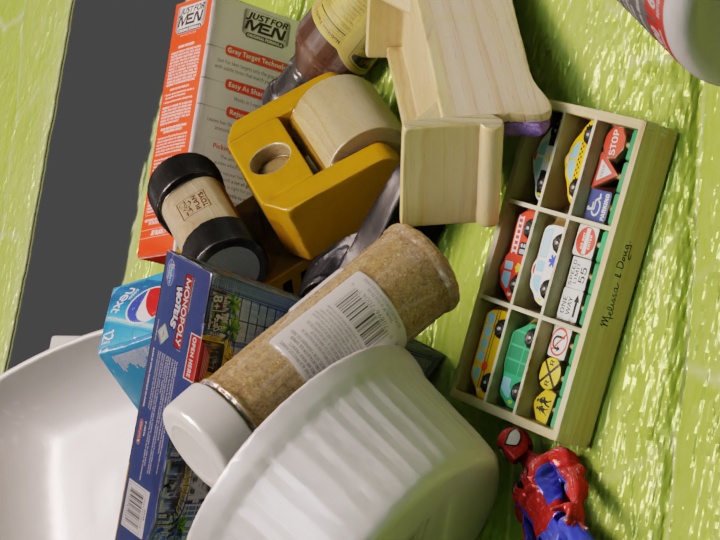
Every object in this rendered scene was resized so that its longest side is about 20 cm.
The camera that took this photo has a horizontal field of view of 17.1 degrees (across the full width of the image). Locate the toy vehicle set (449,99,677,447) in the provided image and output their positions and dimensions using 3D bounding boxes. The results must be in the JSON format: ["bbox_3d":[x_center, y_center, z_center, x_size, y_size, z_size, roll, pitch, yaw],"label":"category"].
[{"bbox_3d":[0.124,-0.002,1.489,0.124,0.026,0.202,18,93,58],"label":"toy vehicle set"}]

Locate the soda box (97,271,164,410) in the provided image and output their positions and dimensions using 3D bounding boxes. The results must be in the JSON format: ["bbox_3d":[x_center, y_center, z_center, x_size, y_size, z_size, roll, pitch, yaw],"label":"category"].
[{"bbox_3d":[-0.099,0.093,1.628,0.064,0.201,0.068,-17,37,20],"label":"soda box"}]

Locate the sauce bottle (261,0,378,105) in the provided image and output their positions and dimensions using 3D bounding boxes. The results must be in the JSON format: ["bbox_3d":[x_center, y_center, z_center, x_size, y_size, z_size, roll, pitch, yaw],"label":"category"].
[{"bbox_3d":[-0.005,-0.181,1.730,0.200,0.064,0.065,-49,41,38],"label":"sauce bottle"}]

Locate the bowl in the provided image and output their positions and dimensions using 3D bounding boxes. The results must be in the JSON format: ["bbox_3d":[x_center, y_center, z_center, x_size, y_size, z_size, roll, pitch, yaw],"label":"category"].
[{"bbox_3d":[-0.190,0.155,1.699,0.199,0.074,0.201,-24,63,33],"label":"bowl"}]

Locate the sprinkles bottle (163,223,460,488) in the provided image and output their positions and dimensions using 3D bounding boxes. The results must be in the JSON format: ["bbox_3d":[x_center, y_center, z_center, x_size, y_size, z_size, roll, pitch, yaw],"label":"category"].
[{"bbox_3d":[-0.028,0.054,1.486,0.200,0.069,0.068,-39,24,-22],"label":"sprinkles bottle"}]

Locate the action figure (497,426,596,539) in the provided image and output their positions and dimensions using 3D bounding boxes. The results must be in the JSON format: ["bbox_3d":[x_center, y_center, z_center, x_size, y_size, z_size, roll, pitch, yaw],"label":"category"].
[{"bbox_3d":[0.122,0.163,1.410,0.066,0.051,0.201,-60,32,29],"label":"action figure"}]

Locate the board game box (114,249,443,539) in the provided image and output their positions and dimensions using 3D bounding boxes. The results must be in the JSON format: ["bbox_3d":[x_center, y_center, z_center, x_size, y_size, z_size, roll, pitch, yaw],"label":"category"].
[{"bbox_3d":[-0.048,0.094,1.569,0.062,0.199,0.202,25,108,52],"label":"board game box"}]

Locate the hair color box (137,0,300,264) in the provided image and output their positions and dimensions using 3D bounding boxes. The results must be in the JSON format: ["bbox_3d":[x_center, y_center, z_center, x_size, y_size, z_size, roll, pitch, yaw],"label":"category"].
[{"bbox_3d":[-0.098,-0.097,1.808,0.061,0.101,0.202,-7,71,56],"label":"hair color box"}]

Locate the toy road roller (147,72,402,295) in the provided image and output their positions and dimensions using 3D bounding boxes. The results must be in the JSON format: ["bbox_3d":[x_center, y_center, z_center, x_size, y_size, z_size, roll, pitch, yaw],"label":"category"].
[{"bbox_3d":[-0.045,-0.030,1.708,0.199,0.146,0.123,-31,40,-1],"label":"toy road roller"}]

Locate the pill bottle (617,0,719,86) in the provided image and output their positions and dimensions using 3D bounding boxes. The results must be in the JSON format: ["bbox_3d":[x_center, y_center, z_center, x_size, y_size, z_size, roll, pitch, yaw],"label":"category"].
[{"bbox_3d":[0.187,-0.200,1.387,0.116,0.115,0.200,-62,34,20],"label":"pill bottle"}]

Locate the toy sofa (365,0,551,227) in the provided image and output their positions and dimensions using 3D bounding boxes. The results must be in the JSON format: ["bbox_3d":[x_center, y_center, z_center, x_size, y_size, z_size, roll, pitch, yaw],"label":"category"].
[{"bbox_3d":[0.062,-0.122,1.571,0.201,0.097,0.083,-101,10,-48],"label":"toy sofa"}]

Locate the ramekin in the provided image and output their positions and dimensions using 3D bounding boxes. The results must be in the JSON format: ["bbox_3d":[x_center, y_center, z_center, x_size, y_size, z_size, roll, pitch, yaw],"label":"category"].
[{"bbox_3d":[-0.005,0.153,1.470,0.098,0.200,0.201,40,115,22],"label":"ramekin"}]

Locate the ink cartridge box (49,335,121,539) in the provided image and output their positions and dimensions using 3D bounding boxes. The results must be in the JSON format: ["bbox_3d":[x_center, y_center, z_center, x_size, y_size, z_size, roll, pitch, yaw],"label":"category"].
[{"bbox_3d":[-0.192,0.156,1.826,0.145,0.083,0.202,-2,75,56],"label":"ink cartridge box"}]

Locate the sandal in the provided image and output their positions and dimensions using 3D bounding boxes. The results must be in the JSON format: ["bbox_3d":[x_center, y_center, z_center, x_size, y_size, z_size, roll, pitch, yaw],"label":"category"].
[{"bbox_3d":[0.001,0.000,1.638,0.048,0.075,0.201,44,107,38],"label":"sandal"}]
